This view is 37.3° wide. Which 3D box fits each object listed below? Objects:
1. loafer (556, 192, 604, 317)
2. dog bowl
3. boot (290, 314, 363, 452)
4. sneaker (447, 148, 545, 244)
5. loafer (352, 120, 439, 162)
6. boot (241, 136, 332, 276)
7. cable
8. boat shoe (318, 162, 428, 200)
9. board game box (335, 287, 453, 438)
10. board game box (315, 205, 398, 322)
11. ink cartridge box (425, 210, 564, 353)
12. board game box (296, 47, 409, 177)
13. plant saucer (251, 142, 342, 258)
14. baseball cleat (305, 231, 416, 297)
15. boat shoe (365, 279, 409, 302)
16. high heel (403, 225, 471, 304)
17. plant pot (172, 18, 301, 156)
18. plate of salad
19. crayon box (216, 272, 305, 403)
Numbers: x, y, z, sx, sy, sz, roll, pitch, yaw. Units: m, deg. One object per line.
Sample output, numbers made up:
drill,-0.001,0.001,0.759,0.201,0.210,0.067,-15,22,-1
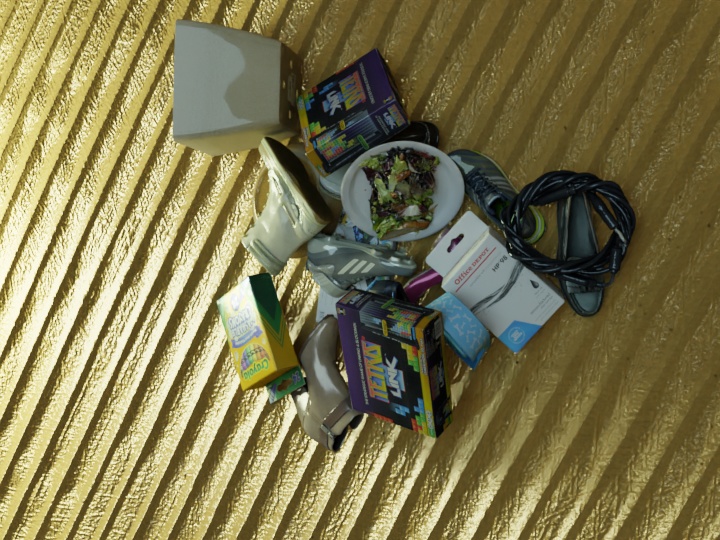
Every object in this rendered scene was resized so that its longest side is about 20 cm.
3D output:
loafer,0.335,-0.030,1.639,0.071,0.063,0.203,-8,84,4
dog bowl,0.153,0.091,1.652,0.050,0.200,0.112,-43,75,-2
boot,-0.046,0.195,1.781,0.146,0.070,0.202,44,126,34
sneaker,0.209,-0.124,1.691,0.200,0.081,0.074,43,104,18
loafer,0.034,-0.207,1.772,0.197,0.071,0.074,-8,86,22
boot,-0.147,-0.109,1.789,0.155,0.072,0.201,-46,62,26
cable,0.306,-0.070,1.595,0.197,0.051,0.165,18,94,14
boat shoe,0.028,-0.153,1.748,0.197,0.069,0.076,6,60,6
board game box,0.052,0.140,1.617,0.164,0.057,0.202,13,126,34
board game box,-0.003,-0.005,1.802,0.125,0.035,0.203,8,91,23
ink cartridge box,0.206,0.017,1.661,0.200,0.067,0.116,41,104,-3
board game box,-0.017,-0.258,1.722,0.164,0.057,0.201,-31,34,12
plant saucer,-0.119,-0.122,1.833,0.198,0.035,0.204,-3,84,33
baseball cleat,0.000,0.000,1.754,0.198,0.069,0.108,17,107,28
boat shoe,0.072,0.106,1.701,0.068,0.085,0.201,-10,124,37
high heel,0.126,0.031,1.741,0.095,0.067,0.201,35,101,4
plant pot,-0.201,-0.308,1.817,0.174,0.200,0.203,1,89,13
plate of salad,0.067,-0.116,1.688,0.198,0.201,0.048,-23,38,20
crayon box,-0.173,0.121,1.827,0.125,0.051,0.202,-34,71,49
